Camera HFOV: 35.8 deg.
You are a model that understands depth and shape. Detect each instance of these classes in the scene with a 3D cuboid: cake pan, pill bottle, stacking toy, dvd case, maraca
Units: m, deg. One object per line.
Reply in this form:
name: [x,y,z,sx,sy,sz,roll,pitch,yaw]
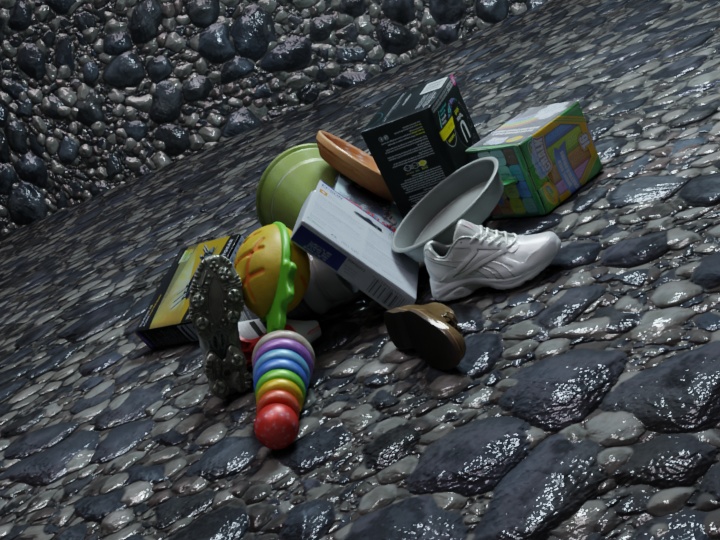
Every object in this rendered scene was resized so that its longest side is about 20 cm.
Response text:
cake pan: [0.131,-0.085,1.626,0.200,0.037,0.201,-39,16,14]
pill bottle: [-0.109,0.027,1.696,0.199,0.114,0.114,-22,17,20]
stacking toy: [-0.102,0.153,1.393,0.085,0.086,0.200,-22,21,9]
dvd case: [0.014,-0.082,1.782,0.022,0.145,0.200,-56,9,25]
maraca: [-0.120,0.011,1.556,0.106,0.138,0.200,7,24,-18]

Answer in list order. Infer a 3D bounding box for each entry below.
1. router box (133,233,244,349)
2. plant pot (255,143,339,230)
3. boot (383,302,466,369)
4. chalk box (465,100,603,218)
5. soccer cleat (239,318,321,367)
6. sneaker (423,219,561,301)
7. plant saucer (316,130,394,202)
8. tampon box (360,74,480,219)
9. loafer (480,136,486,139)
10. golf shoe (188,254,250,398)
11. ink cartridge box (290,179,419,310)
router box: [-0.286,0.036,1.936,0.156,0.052,0.201,-12,41,38]
plant pot: [-0.061,-0.099,1.945,0.199,0.201,0.190,-28,29,-10]
boot: [0.095,0.070,1.381,0.075,0.074,0.200,-19,13,-14]
chalk box: [0.258,-0.160,1.735,0.200,0.125,0.124,-36,21,-29]
soccer cleat: [-0.143,0.101,1.635,0.199,0.069,0.085,-9,10,44]
sneaker: [0.168,-0.026,1.495,0.199,0.100,0.078,-17,20,26]
plant saucer: [0.007,-0.170,1.889,0.038,0.199,0.200,-57,13,11]
tampon box: [0.116,-0.181,1.787,0.125,0.201,0.150,-16,23,27]
loafer: [0.252,-0.203,1.981,0.199,0.073,0.071,-14,30,48]
golf shoe: [-0.203,0.074,1.563,0.078,0.202,0.097,-6,11,-13]
ink cartridge box: [-0.003,-0.034,1.620,0.041,0.199,0.200,-52,8,20]
